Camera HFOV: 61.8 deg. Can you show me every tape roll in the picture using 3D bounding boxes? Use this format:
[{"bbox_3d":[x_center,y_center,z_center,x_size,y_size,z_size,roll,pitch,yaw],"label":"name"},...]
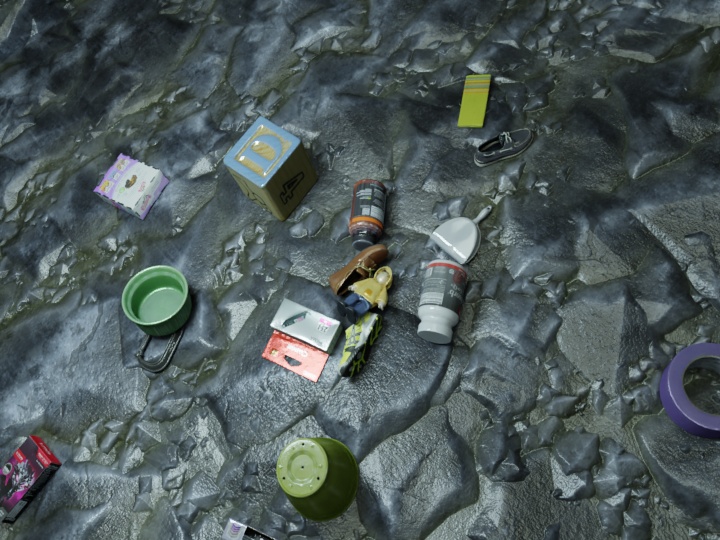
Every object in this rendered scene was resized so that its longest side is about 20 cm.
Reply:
[{"bbox_3d":[0.814,0.280,1.407,0.194,0.085,0.205,-5,63,10],"label":"tape roll"}]

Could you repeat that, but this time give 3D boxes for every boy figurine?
[{"bbox_3d":[0.029,0.066,1.681,0.123,0.065,0.199,34,57,30],"label":"boy figurine"}]

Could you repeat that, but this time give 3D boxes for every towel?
[{"bbox_3d":[0.370,-0.549,1.949,0.084,0.018,0.205,4,67,22],"label":"towel"}]

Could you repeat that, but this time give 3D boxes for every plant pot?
[{"bbox_3d":[-0.118,0.494,1.468,0.194,0.194,0.206,-6,63,11],"label":"plant pot"}]

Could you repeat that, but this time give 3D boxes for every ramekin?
[{"bbox_3d":[-0.605,0.096,1.810,0.194,0.099,0.205,-1,57,1],"label":"ramekin"}]

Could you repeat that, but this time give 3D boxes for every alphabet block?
[{"bbox_3d":[-0.278,-0.317,1.890,0.194,0.201,0.198,34,76,24],"label":"alphabet block"}]

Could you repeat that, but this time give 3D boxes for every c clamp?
[{"bbox_3d":[-0.623,0.204,1.827,0.166,0.027,0.205,11,66,12],"label":"c clamp"}]

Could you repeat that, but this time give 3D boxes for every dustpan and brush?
[{"bbox_3d":[0.313,-0.122,1.744,0.139,0.057,0.201,40,86,25],"label":"dustpan and brush"}]

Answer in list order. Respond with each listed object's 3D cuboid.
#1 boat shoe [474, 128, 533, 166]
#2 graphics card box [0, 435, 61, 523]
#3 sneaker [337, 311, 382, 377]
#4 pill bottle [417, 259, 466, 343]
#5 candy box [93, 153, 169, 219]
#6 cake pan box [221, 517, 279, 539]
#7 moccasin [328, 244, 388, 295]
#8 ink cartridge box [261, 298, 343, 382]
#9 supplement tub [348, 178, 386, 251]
[{"bbox_3d":[0.437,-0.384,1.825,0.196,0.063,0.074,-26,61,0],"label":"boat shoe"},{"bbox_3d":[-0.964,0.591,1.708,0.124,0.051,0.201,33,77,25],"label":"graphics card box"},{"bbox_3d":[-0.012,0.203,1.657,0.075,0.076,0.202,17,60,28],"label":"sneaker"},{"bbox_3d":[0.218,0.085,1.626,0.113,0.116,0.205,8,67,17],"label":"pill bottle"},{"bbox_3d":[-0.788,-0.291,2.074,0.196,0.072,0.170,23,72,23],"label":"candy box"},{"bbox_3d":[-0.213,0.651,1.413,0.179,0.202,0.053,15,63,17],"label":"cake pan box"},{"bbox_3d":[-0.001,-0.001,1.737,0.198,0.074,0.078,-32,47,-3],"label":"moccasin"},{"bbox_3d":[-0.172,0.195,1.710,0.196,0.044,0.177,20,70,21],"label":"ink cartridge box"},{"bbox_3d":[0.019,-0.162,1.797,0.104,0.107,0.205,1,65,14],"label":"supplement tub"}]
